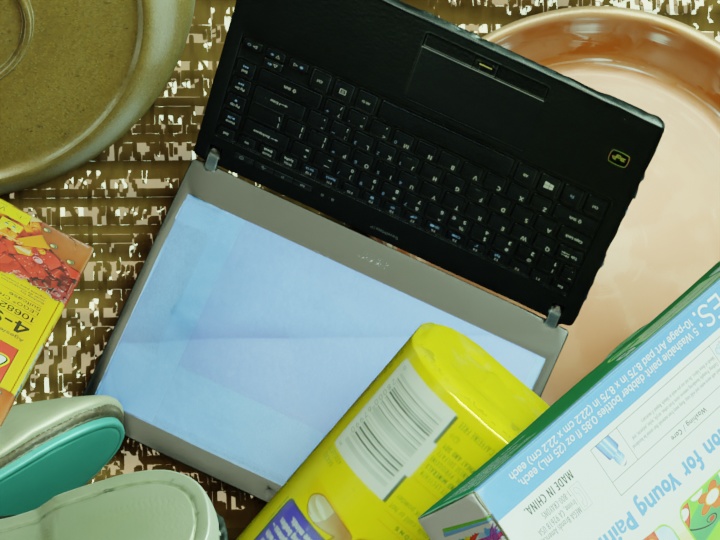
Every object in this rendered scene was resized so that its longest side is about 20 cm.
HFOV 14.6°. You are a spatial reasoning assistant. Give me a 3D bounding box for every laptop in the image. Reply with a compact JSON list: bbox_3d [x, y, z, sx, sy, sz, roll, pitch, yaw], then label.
[{"bbox_3d":[0.000,0.000,1.119,0.176,0.200,0.104,24,49,3],"label":"laptop"}]

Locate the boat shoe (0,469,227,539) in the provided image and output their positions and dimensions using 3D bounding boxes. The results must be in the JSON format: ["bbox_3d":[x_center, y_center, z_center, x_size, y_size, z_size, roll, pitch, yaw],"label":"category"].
[{"bbox_3d":[-0.139,0.127,1.073,0.198,0.066,0.075,-17,53,12],"label":"boat shoe"}]

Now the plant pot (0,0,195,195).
[{"bbox_3d":[-0.163,-0.103,1.114,0.199,0.201,0.028,-4,39,-7],"label":"plant pot"}]

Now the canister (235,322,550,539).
[{"bbox_3d":[0.014,0.139,1.103,0.148,0.087,0.200,41,105,1],"label":"canister"}]

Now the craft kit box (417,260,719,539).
[{"bbox_3d":[0.146,0.115,1.040,0.200,0.048,0.198,-36,90,-37],"label":"craft kit box"}]

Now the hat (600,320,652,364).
[{"bbox_3d":[0.180,0.121,1.099,0.165,0.176,0.201,-25,103,-7],"label":"hat"}]

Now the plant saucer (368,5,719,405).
[{"bbox_3d":[0.101,-0.011,1.199,0.199,0.032,0.202,1,83,-6],"label":"plant saucer"}]

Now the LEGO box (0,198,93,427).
[{"bbox_3d":[-0.219,0.005,1.058,0.199,0.149,0.077,28,117,-5],"label":"LEGO box"}]

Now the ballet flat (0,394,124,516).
[{"bbox_3d":[-0.188,0.103,1.138,0.200,0.069,0.070,-41,89,-9],"label":"ballet flat"}]
